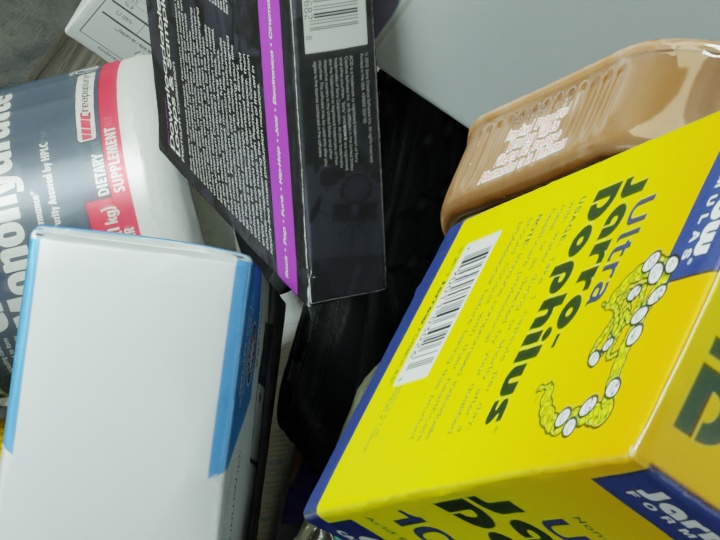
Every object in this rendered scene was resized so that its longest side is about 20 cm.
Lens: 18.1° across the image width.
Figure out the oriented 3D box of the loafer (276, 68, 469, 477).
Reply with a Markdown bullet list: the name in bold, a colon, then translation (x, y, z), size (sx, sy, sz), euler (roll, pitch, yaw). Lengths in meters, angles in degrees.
- **loafer**: translation (0.000, 0.000, 0.894), size (0.068, 0.070, 0.201), euler (-31, -39, -45)

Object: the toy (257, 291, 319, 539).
- **toy**: translation (-0.029, 0.057, 1.029), size (0.115, 0.047, 0.201), euler (156, 123, -67)

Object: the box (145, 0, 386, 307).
- **box**: translation (-0.042, -0.088, 0.853), size (0.200, 0.036, 0.144), euler (-138, 41, -60)

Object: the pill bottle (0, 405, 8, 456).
- **pill bottle**: translation (-0.166, 0.133, 1.066), size (0.104, 0.104, 0.200), euler (-54, 51, 9)

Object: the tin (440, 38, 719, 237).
- **tin**: translation (0.096, -0.017, 0.694), size (0.042, 0.112, 0.200), euler (-62, 15, -18)

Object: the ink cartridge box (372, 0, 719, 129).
- **ink cartridge box**: translation (0.102, -0.135, 0.853), size (0.145, 0.145, 0.200), euler (-51, 16, 27)

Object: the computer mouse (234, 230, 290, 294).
- **computer mouse**: translation (-0.021, -0.083, 0.935), size (0.139, 0.052, 0.201), euler (-126, 31, -52)

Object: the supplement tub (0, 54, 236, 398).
- **supplement tub**: translation (-0.165, -0.012, 1.047), size (0.199, 0.141, 0.140), euler (-13, 24, 5)

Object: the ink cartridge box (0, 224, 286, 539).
- **ink cartridge box**: translation (-0.082, 0.068, 0.873), size (0.200, 0.085, 0.147), euler (60, -144, -84)

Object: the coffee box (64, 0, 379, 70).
- **coffee box**: translation (0.004, -0.177, 1.149), size (0.198, 0.200, 0.200), euler (-39, 23, 51)

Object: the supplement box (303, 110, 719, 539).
- **supplement box**: translation (0.086, 0.041, 0.611), size (0.110, 0.109, 0.200), euler (-62, 15, -20)

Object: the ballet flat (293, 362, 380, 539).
- **ballet flat**: translation (-0.004, 0.122, 0.846), size (0.200, 0.069, 0.069), euler (-61, 15, -21)
